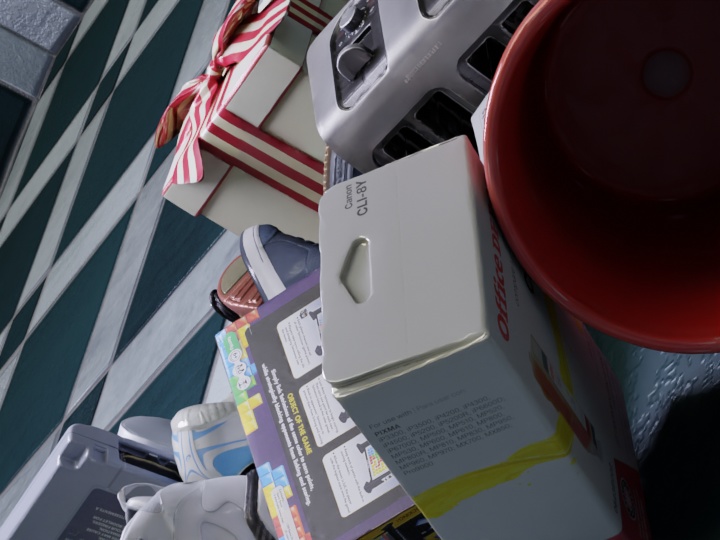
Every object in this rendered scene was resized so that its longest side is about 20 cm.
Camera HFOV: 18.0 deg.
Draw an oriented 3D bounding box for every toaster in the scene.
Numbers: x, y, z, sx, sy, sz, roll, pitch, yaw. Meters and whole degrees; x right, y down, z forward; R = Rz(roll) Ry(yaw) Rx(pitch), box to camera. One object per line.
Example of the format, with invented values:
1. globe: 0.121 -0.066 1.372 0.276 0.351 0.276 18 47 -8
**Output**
1. toaster: 0.089 -0.121 1.421 0.181 0.200 0.119 -44 25 27

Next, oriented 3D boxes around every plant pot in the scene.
1. plant pot: 0.158 -0.079 1.129 0.201 0.200 0.177 -58 7 15

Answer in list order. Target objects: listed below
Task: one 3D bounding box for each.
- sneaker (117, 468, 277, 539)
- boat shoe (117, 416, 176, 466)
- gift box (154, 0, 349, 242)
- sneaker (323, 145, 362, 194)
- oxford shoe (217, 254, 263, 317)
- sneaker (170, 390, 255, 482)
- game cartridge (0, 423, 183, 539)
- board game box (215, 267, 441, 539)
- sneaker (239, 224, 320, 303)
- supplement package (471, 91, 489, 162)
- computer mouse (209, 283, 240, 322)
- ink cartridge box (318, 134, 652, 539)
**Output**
1. sneaker: -0.095 0.215 1.407 0.075 0.114 0.201 107 161 -57
2. boat shoe: -0.120 0.151 1.658 0.199 0.073 0.068 18 -86 -66
3. gift box: -0.045 -0.118 1.782 0.185 0.186 0.200 -54 11 25
4. sneaker: 0.029 -0.035 1.681 0.200 0.108 0.070 90 -174 -47
5. oxford shoe: -0.018 0.038 1.652 0.200 0.074 0.071 24 70 47
6. sneaker: -0.063 0.111 1.594 0.072 0.073 0.200 -2 10 34
7. game cartridge: -0.145 0.188 1.591 0.133 0.199 0.041 -55 26 26
8. board game box: 0.015 0.076 1.316 0.165 0.057 0.200 -31 45 11
9. sneaker: 0.001 0.002 1.561 0.146 0.077 0.202 -28 30 -2
10. supplement package: 0.164 -0.115 1.286 0.200 0.109 0.114 -55 17 23
11. computer mouse: -0.060 0.086 1.726 0.044 0.110 0.200 -37 35 13
12. ink cartridge box: 0.063 0.057 1.105 0.083 0.200 0.145 -22 40 17
